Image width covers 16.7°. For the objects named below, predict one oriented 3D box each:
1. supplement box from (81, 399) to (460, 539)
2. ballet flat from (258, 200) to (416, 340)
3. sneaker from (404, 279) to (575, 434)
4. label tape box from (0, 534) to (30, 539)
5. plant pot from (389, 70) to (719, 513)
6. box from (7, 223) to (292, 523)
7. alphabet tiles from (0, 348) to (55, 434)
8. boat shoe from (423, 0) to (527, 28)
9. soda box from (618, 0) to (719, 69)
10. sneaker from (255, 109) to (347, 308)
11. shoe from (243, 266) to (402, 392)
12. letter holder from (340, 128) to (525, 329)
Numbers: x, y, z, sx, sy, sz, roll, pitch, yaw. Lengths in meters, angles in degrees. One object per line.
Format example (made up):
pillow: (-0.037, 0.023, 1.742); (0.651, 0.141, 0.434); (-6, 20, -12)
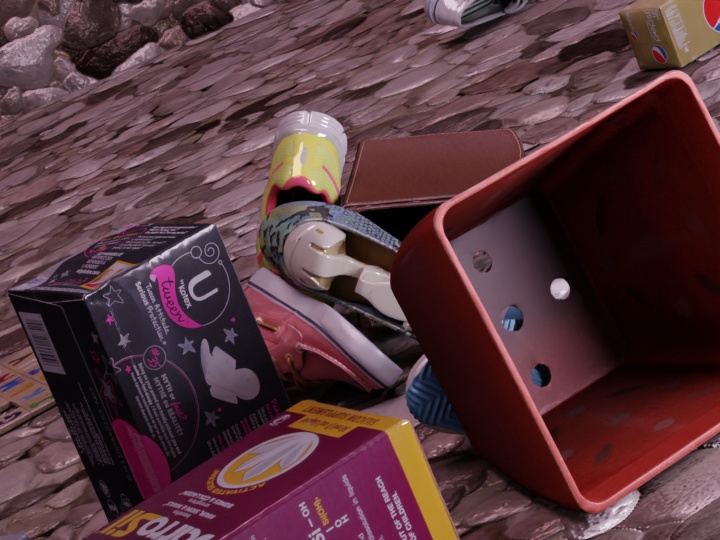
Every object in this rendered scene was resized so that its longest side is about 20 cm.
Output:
supplement box: (-0.060, 0.170, 1.435); (0.199, 0.104, 0.131); (-32, 19, -26)
ballet flat: (0.000, 0.000, 1.826); (0.199, 0.075, 0.074); (21, 35, 23)
sneaker: (0.104, 0.057, 1.651); (0.199, 0.077, 0.081); (-25, 7, -34)
label tape box: (-0.314, 0.253, 1.609); (0.143, 0.067, 0.200); (-9, 19, 42)
plant pot: (0.131, 0.022, 1.522); (0.199, 0.201, 0.176); (-30, 4, -23)
box: (-0.132, 0.079, 1.664); (0.114, 0.201, 0.132); (-29, 16, -28)
alphabet tiles: (-0.309, 0.107, 2.207); (0.166, 0.008, 0.200); (-29, 17, -19)
boat shoe: (0.168, -0.328, 2.884); (0.199, 0.074, 0.067); (-31, 44, -27)
soda box: (0.348, -0.265, 2.380); (0.199, 0.064, 0.068); (-31, 17, -28)
sneaker: (-0.051, -0.024, 1.949); (0.077, 0.201, 0.091); (3, 39, 5)
shoe: (-0.049, 0.070, 1.845); (0.091, 0.071, 0.200); (-51, 35, -6)
letter holder: (0.067, -0.039, 1.961); (0.141, 0.101, 0.200); (-7, 17, 6)
